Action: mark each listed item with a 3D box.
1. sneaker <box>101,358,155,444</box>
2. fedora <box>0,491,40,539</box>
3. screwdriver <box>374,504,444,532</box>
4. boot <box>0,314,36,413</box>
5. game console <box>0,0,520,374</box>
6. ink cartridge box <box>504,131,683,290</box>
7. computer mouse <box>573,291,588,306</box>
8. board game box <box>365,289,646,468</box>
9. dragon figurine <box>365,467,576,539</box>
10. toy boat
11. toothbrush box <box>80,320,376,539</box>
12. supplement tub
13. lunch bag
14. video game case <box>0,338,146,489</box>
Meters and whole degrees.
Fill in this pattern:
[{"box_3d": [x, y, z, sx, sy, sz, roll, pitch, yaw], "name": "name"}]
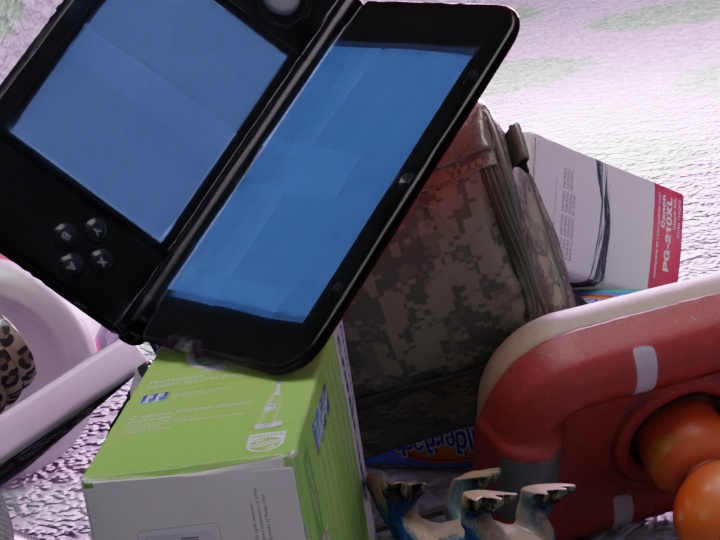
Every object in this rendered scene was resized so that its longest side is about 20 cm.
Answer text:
[{"box_3d": [-0.099, 0.098, 1.022, 0.066, 0.091, 0.200, 36, 4, 13], "name": "sneaker"}, {"box_3d": [-0.163, 0.161, 0.711, 0.090, 0.178, 0.200, 20, -41, -36], "name": "fedora"}, {"box_3d": [0.057, 0.114, 0.931, 0.199, 0.029, 0.028, -8, 13, -16], "name": "screwdriver"}, {"box_3d": [-0.260, 0.092, 1.001, 0.154, 0.074, 0.203, -41, 8, -23], "name": "boot"}, {"box_3d": [-0.060, -0.073, 0.803, 0.201, 0.172, 0.119, -57, 10, -21], "name": "game console"}, {"box_3d": [0.104, -0.030, 1.212, 0.144, 0.085, 0.199, 1, -9, 37], "name": "ink cartridge box"}, {"box_3d": [0.039, 0.034, 1.050, 0.199, 0.046, 0.140, -12, 13, -2], "name": "computer mouse"}, {"box_3d": [0.096, 0.061, 1.093, 0.151, 0.045, 0.200, -1, 17, 33], "name": "board game box"}, {"box_3d": [0.045, 0.136, 0.759, 0.059, 0.100, 0.200, -3, 2, -34], "name": "dragon figurine"}, {"box_3d": [0.157, 0.086, 0.859, 0.199, 0.131, 0.131, -14, 45, -14], "name": "toy boat"}, {"box_3d": [-0.045, 0.114, 0.771, 0.085, 0.147, 0.200, -7, 15, 7], "name": "toothbrush box"}, {"box_3d": [-0.228, 0.041, 1.190, 0.139, 0.141, 0.200, -9, 14, 2], "name": "supplement tub"}, {"box_3d": [0.000, 0.000, 0.918, 0.199, 0.168, 0.140, -17, 57, 8], "name": "lunch bag"}, {"box_3d": [-0.217, 0.119, 0.933, 0.182, 0.023, 0.200, -39, -2, 29], "name": "video game case"}]
